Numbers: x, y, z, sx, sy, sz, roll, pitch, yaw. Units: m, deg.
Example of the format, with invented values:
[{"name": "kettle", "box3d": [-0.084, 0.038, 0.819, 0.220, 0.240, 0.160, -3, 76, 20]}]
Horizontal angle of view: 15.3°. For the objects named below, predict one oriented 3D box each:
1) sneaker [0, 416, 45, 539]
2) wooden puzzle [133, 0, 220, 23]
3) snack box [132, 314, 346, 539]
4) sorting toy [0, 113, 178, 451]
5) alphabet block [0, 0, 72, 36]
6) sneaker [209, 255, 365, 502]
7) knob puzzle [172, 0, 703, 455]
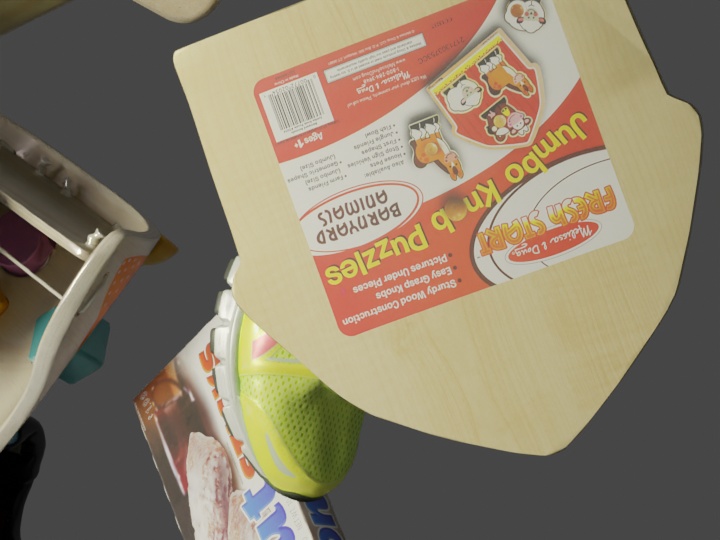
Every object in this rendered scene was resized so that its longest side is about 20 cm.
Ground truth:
[{"name": "sneaker", "box3d": [-0.191, 0.078, 1.304, 0.090, 0.078, 0.200, -19, 69, 19]}, {"name": "wooden puzzle", "box3d": [-0.102, -0.231, 1.136, 0.200, 0.185, 0.046, -64, 8, -22]}, {"name": "snack box", "box3d": [-0.041, 0.119, 1.164, 0.072, 0.024, 0.200, -44, 55, 32]}, {"name": "sorting toy", "box3d": [-0.196, 0.021, 1.242, 0.200, 0.107, 0.180, 35, 96, 31]}, {"name": "alphabet block", "box3d": [-0.207, -0.233, 1.272, 0.200, 0.196, 0.196, -20, 71, 41]}, {"name": "sneaker", "box3d": [0.000, 0.000, 1.109, 0.090, 0.078, 0.200, 11, 93, 39]}, {"name": "knob puzzle", "box3d": [0.043, -0.023, 1.054, 0.219, 0.030, 0.220, 1, 94, 11]}]
